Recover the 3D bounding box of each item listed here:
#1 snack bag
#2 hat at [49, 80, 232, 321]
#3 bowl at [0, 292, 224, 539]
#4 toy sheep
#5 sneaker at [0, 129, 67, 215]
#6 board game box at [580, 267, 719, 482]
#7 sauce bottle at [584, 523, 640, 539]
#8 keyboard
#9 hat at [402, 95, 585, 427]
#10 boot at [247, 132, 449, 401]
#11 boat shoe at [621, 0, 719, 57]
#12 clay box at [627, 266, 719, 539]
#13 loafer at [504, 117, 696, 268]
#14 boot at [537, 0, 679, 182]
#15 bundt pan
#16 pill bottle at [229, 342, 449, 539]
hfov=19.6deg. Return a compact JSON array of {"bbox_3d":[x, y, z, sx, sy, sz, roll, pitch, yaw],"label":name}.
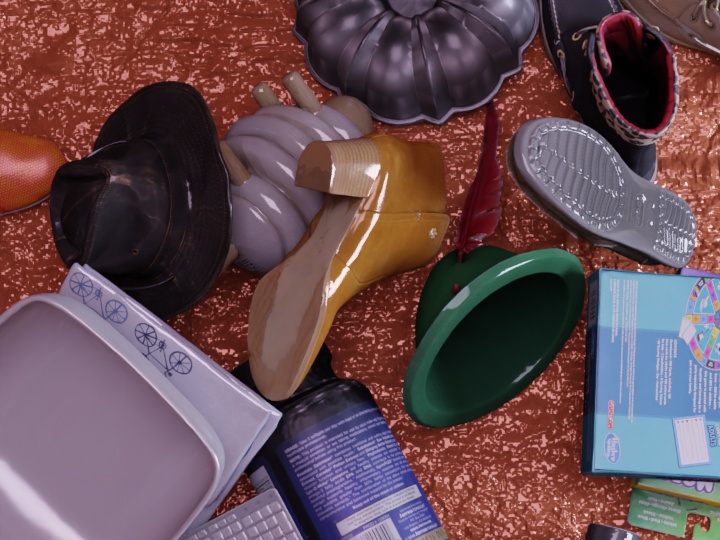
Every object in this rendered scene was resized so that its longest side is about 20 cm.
[{"bbox_3d":[-0.179,0.120,1.540,0.189,0.021,0.200,37,118,6],"label":"snack bag"},{"bbox_3d":[-0.181,-0.050,1.539,0.081,0.201,0.201,4,76,-38],"label":"hat"},{"bbox_3d":[-0.208,0.128,1.491,0.200,0.075,0.200,43,110,0],"label":"bowl"},{"bbox_3d":[-0.059,-0.063,1.576,0.138,0.138,0.200,42,64,7],"label":"toy sheep"},{"bbox_3d":[-0.328,-0.084,1.609,0.200,0.077,0.073,4,78,-2],"label":"sneaker"},{"bbox_3d":[0.268,0.082,1.545,0.200,0.047,0.151,4,81,-5],"label":"board game box"},{"bbox_3d":[0.167,0.289,1.548,0.066,0.066,0.200,16,81,2],"label":"sauce bottle"},{"bbox_3d":[-0.128,0.226,1.538,0.200,0.011,0.056,-30,81,23],"label":"keyboard"},{"bbox_3d":[0.061,-0.001,1.597,0.200,0.166,0.176,-17,48,-37],"label":"hat"},{"bbox_3d":[0.000,-0.001,1.520,0.071,0.144,0.201,22,102,40],"label":"boot"},{"bbox_3d":[0.289,-0.201,1.642,0.200,0.065,0.072,35,81,6],"label":"boat shoe"},{"bbox_3d":[0.278,0.108,1.592,0.115,0.048,0.200,12,79,1],"label":"clay box"},{"bbox_3d":[0.169,-0.050,1.553,0.200,0.070,0.075,32,64,-38],"label":"loafer"},{"bbox_3d":[0.190,-0.165,1.590,0.073,0.151,0.200,-11,79,-3],"label":"boot"},{"bbox_3d":[0.041,-0.218,1.627,0.202,0.076,0.202,-1,79,5],"label":"bundt pan"},{"bbox_3d":[-0.022,0.151,1.548,0.112,0.112,0.200,-27,81,-5],"label":"pill bottle"}]
